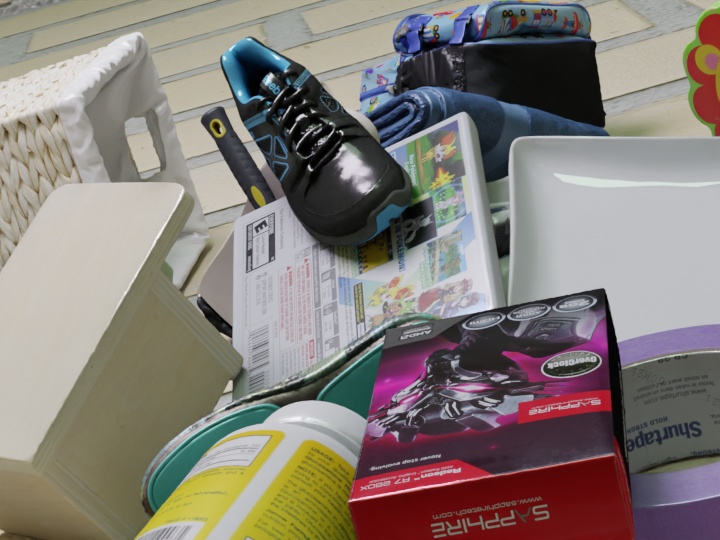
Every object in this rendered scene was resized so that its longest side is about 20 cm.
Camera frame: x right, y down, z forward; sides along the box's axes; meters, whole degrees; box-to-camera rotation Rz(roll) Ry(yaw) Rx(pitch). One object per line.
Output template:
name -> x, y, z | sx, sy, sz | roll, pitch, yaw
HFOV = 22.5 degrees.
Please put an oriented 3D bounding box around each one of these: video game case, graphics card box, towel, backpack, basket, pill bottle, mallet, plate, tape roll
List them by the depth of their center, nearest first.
pill bottle -> -0.050, 0.146, 0.882 | 0.112, 0.113, 0.200 | -6, 21, 23
graphics card box -> 0.068, 0.076, 0.888 | 0.125, 0.051, 0.200 | -12, 19, 11
tape roll -> 0.167, 0.098, 0.926 | 0.199, 0.066, 0.200 | -13, 19, 4
plate -> 0.189, -0.008, 1.111 | 0.198, 0.032, 0.201 | 1, 44, 5
video game case -> 0.000, 0.000, 1.148 | 0.182, 0.022, 0.200 | -24, 37, 17
mallet -> -0.047, -0.033, 1.259 | 0.066, 0.201, 0.041 | -27, -11, 15
towel -> 0.088, -0.093, 1.362 | 0.199, 0.049, 0.112 | 9, -27, -38
basket -> -0.241, -0.065, 1.487 | 0.160, 0.199, 0.200 | -12, 20, 15
backpack -> 0.087, -0.152, 1.553 | 0.182, 0.135, 0.200 | -7, 2, -40

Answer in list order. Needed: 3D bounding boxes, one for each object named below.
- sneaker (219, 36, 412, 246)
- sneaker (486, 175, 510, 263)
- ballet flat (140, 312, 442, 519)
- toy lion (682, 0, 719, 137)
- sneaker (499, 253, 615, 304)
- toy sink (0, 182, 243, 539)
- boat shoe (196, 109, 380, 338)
sneaker -> -0.037, -0.084, 1.180 | 0.073, 0.082, 0.200 | -41, 40, -4
sneaker -> 0.132, -0.041, 1.234 | 0.199, 0.075, 0.082 | 0, 34, -39
ballet flat -> -0.030, 0.091, 1.023 | 0.199, 0.074, 0.074 | -26, 20, -5
toy lion -> 0.311, -0.104, 1.187 | 0.199, 0.193, 0.069 | 2, 25, 39
sneaker -> 0.175, 0.007, 1.179 | 0.199, 0.077, 0.081 | -25, 37, -22
toy sink -> -0.162, 0.058, 1.109 | 0.130, 0.112, 0.201 | 1, 54, 40
boat shoe -> -0.042, -0.043, 1.330 | 0.200, 0.075, 0.093 | -50, -7, 25
